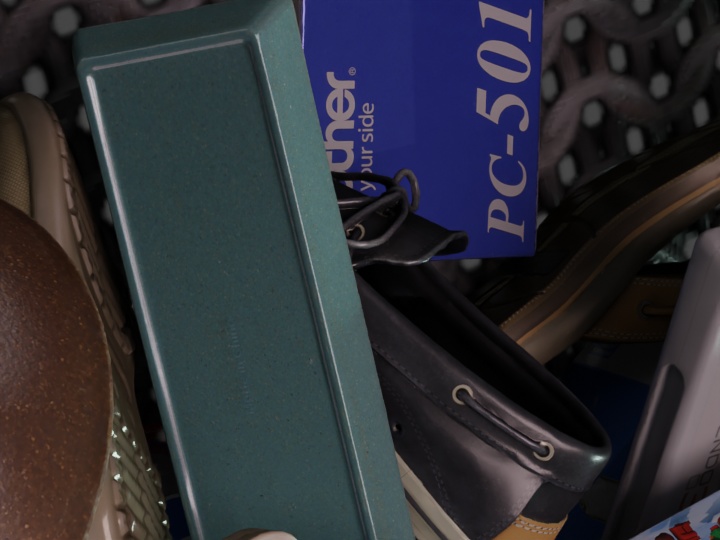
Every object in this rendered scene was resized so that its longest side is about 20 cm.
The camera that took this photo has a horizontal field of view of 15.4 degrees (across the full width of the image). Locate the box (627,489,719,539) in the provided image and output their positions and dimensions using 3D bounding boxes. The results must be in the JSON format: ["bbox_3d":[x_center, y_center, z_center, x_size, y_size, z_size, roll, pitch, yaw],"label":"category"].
[{"bbox_3d":[0.097,0.127,0.837,0.199,0.038,0.137,-26,148,-21],"label":"box"}]

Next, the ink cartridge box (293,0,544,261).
[{"bbox_3d":[0.012,-0.104,0.867,0.094,0.044,0.201,-4,100,-30],"label":"ink cartridge box"}]

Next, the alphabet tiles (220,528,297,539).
[{"bbox_3d":[-0.027,0.174,0.679,0.195,0.015,0.201,-26,104,-38],"label":"alphabet tiles"}]

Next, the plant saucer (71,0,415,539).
[{"bbox_3d":[-0.031,0.025,0.761,0.019,0.070,0.201,-39,119,-66],"label":"plant saucer"}]

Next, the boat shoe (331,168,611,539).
[{"bbox_3d":[0.000,0.000,0.792,0.062,0.075,0.200,-42,82,22],"label":"boat shoe"}]

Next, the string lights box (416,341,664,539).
[{"bbox_3d":[0.067,0.124,0.928,0.200,0.059,0.103,-48,121,-17],"label":"string lights box"}]

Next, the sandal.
[{"bbox_3d":[0.085,0.008,0.908,0.200,0.080,0.054,-40,103,-14],"label":"sandal"}]

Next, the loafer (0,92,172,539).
[{"bbox_3d":[-0.101,0.023,0.748,0.068,0.200,0.076,-18,129,1],"label":"loafer"}]

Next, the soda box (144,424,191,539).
[{"bbox_3d":[-0.098,0.095,0.810,0.199,0.063,0.070,-10,101,-30],"label":"soda box"}]

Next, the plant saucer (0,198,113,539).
[{"bbox_3d":[-0.161,0.051,0.693,0.201,0.200,0.037,-54,142,-13],"label":"plant saucer"}]

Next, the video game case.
[{"bbox_3d":[0.169,0.042,0.882,0.199,0.023,0.183,-15,136,-32],"label":"video game case"}]
